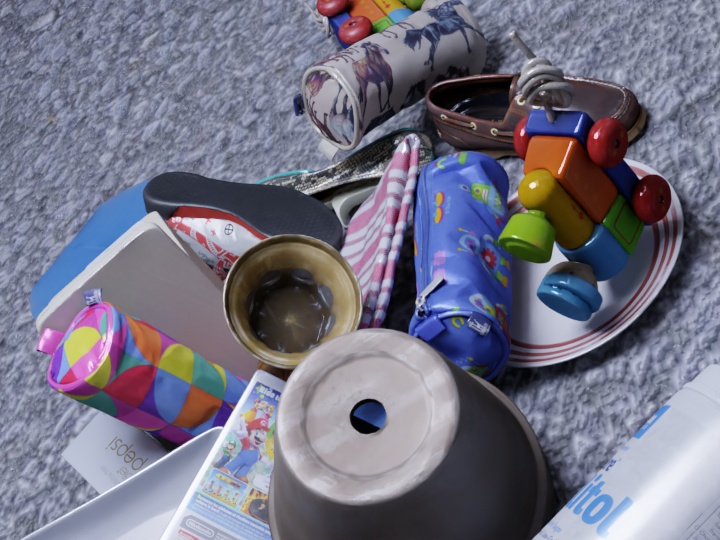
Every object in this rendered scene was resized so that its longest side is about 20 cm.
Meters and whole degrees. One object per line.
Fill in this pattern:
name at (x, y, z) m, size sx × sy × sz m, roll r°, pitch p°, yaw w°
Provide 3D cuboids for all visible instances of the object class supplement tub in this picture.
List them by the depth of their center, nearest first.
supplement tub at (0.184, 0.169, 0.873) m, size 0.200 × 0.132 × 0.132 m, roll -45°, pitch 37°, yaw -5°

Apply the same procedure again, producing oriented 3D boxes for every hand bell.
hand bell at (-0.060, 0.057, 1.173) m, size 0.103 × 0.200 × 0.105 m, roll 2°, pitch 69°, yaw -6°

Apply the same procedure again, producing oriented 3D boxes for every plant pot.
plant pot at (0.022, 0.128, 0.967) m, size 0.198 × 0.174 × 0.201 m, roll -5°, pitch 61°, yaw 9°

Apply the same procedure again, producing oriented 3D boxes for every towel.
towel at (0.000, 0.000, 1.203) m, size 0.146 × 0.030 × 0.201 m, roll 127°, pitch 159°, yaw -58°

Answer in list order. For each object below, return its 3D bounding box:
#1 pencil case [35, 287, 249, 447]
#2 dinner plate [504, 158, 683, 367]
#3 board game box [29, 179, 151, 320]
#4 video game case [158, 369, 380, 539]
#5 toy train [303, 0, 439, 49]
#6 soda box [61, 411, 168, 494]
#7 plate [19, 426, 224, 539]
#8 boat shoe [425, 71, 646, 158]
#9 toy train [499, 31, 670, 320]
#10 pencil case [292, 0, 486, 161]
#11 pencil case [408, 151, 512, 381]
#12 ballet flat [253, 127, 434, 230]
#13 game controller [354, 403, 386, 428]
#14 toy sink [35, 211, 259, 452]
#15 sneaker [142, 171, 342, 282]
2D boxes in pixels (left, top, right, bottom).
pencil case at (-0.157, 0.095, 1.185) m, size 0.088 × 0.200 × 0.089 m, roll -30°, pitch 43°, yaw 32°
dinner plate at (0.161, -0.004, 1.151) m, size 0.199 × 0.024 × 0.201 m, roll -24°, pitch 40°, yaw 22°
board game box at (-0.248, -0.009, 1.504) m, size 0.157 × 0.039 × 0.200 m, roll 3°, pitch 50°, yaw 49°
video game case at (-0.060, 0.187, 1.066) m, size 0.142 × 0.018 × 0.201 m, roll 24°, pitch 70°, yaw 14°
toy train at (0.019, -0.263, 1.490) m, size 0.115 × 0.085 × 0.200 m, roll -30°, pitch 37°, yaw -2°
soda box at (-0.166, 0.185, 1.212) m, size 0.064 × 0.068 × 0.200 m, roll -48°, pitch 38°, yaw -11°
plate at (-0.138, 0.246, 1.081) m, size 0.199 × 0.032 × 0.201 m, roll -30°, pitch 68°, yaw -4°
boat shoe at (0.143, -0.135, 1.260) m, size 0.199 × 0.070 × 0.071 m, roll -2°, pitch 51°, yaw 39°
toy train at (0.130, -0.060, 1.042) m, size 0.084 × 0.200 × 0.116 m, roll 8°, pitch 64°, yaw 45°
pencil case at (0.032, -0.177, 1.329) m, size 0.078 × 0.090 × 0.200 m, roll 43°, pitch 50°, yaw 17°
pencil case at (0.075, -0.006, 1.140) m, size 0.078 × 0.087 × 0.201 m, roll -31°, pitch 36°, yaw 31°
ballet flat at (-0.021, -0.067, 1.347) m, size 0.199 × 0.068 × 0.076 m, roll -17°, pitch 65°, yaw 26°
game controller at (-0.004, 0.141, 1.137) m, size 0.104 × 0.042 × 0.201 m, roll 13°, pitch 62°, yaw 47°
toy sink at (-0.181, 0.039, 1.262) m, size 0.130 × 0.200 × 0.112 m, roll -42°, pitch 38°, yaw 0°
sneaker at (-0.101, -0.021, 1.346) m, size 0.200 × 0.108 × 0.067 m, roll 14°, pitch 46°, yaw 22°
